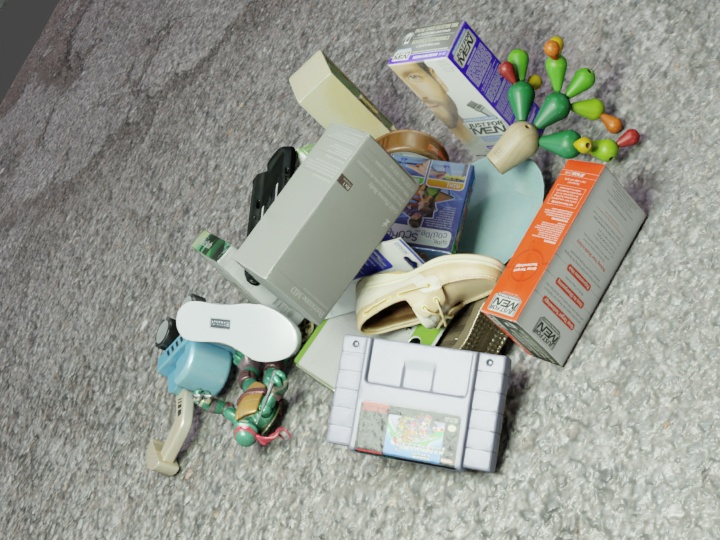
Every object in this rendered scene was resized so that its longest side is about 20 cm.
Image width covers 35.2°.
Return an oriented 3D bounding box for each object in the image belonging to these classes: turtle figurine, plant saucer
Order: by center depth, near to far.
[{"bbox_3d":[0.155,-0.055,1.427,0.200,0.039,0.203,-29,41,29],"label":"plant saucer"},{"bbox_3d":[-0.147,0.167,1.512,0.148,0.102,0.201,-14,29,17],"label":"turtle figurine"}]

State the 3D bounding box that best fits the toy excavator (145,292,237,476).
[{"bbox_3d":[-0.246,0.165,1.623,0.194,0.099,0.202,-44,36,34],"label":"toy excavator"}]

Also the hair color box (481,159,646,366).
[{"bbox_3d":[0.226,-0.010,1.252,0.061,0.101,0.202,16,71,52],"label":"hair color box"}]

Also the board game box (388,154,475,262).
[{"bbox_3d":[0.035,-0.082,1.434,0.197,0.035,0.137,10,61,15],"label":"board game box"}]

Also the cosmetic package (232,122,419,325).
[{"bbox_3d":[-0.039,-0.054,1.285,0.090,0.107,0.201,23,77,51],"label":"cosmetic package"}]

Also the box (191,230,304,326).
[{"bbox_3d":[-0.159,0.012,1.585,0.036,0.144,0.200,-48,19,-8],"label":"box"}]

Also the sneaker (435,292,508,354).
[{"bbox_3d":[0.117,0.101,1.322,0.201,0.070,0.076,-52,11,0],"label":"sneaker"}]

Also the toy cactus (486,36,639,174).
[{"bbox_3d":[0.223,-0.183,1.375,0.165,0.102,0.200,-42,73,5],"label":"toy cactus"}]

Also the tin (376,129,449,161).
[{"bbox_3d":[0.032,-0.122,1.561,0.198,0.112,0.042,-24,43,34],"label":"tin"}]

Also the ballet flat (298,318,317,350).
[{"bbox_3d":[-0.077,0.030,1.601,0.067,0.046,0.202,-30,40,28],"label":"ballet flat"}]

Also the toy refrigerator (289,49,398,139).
[{"bbox_3d":[-0.007,-0.216,1.612,0.070,0.200,0.076,-39,35,13],"label":"toy refrigerator"}]

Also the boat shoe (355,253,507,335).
[{"bbox_3d":[0.078,0.035,1.293,0.198,0.074,0.070,-15,53,35],"label":"boat shoe"}]

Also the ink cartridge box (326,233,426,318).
[{"bbox_3d":[0.000,0.000,1.368,0.198,0.099,0.040,-16,45,35],"label":"ink cartridge box"}]

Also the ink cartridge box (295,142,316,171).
[{"bbox_3d":[-0.033,-0.053,1.535,0.200,0.048,0.147,42,128,20],"label":"ink cartridge box"}]

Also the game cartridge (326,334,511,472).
[{"bbox_3d":[0.062,0.147,1.260,0.197,0.038,0.132,6,77,24],"label":"game cartridge"}]

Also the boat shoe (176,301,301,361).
[{"bbox_3d":[-0.152,0.079,1.514,0.197,0.067,0.073,5,89,32],"label":"boat shoe"}]

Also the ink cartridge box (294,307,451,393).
[{"bbox_3d":[0.030,0.103,1.394,0.149,0.076,0.199,-55,38,-7],"label":"ink cartridge box"}]

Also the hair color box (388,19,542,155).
[{"bbox_3d":[0.140,-0.230,1.460,0.108,0.200,0.065,4,60,49],"label":"hair color box"}]

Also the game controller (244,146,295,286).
[{"bbox_3d":[-0.116,-0.075,1.482,0.104,0.042,0.202,-44,30,34],"label":"game controller"}]
